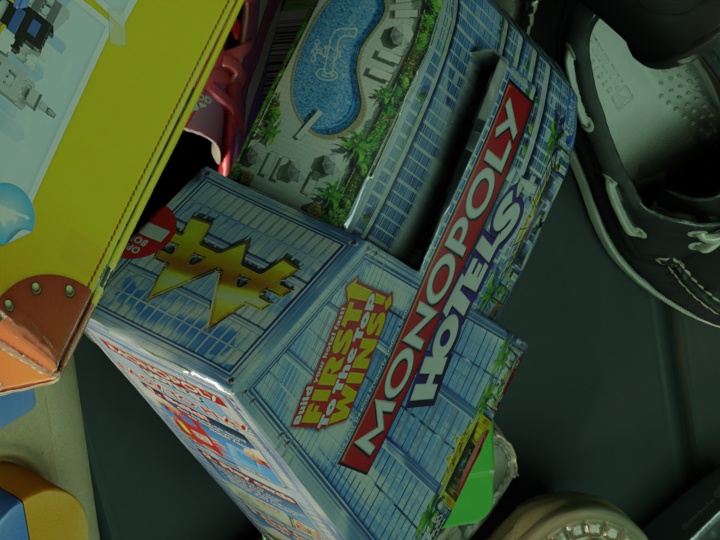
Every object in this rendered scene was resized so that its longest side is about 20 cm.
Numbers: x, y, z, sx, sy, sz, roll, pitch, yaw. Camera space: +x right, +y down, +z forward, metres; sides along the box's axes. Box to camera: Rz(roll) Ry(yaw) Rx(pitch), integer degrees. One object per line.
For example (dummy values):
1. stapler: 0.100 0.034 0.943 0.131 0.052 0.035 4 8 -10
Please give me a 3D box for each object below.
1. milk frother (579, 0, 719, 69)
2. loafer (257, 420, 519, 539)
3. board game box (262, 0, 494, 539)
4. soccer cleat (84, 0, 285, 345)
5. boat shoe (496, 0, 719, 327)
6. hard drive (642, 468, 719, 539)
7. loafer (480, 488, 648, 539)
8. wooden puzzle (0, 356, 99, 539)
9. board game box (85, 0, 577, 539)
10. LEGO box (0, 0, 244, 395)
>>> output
1. milk frother: 0.081 -0.205 0.756 0.188 0.200 0.181 36 117 -18
2. loafer: -0.016 0.126 0.875 0.200 0.063 0.072 -34 119 -12
3. board game box: 0.000 0.000 0.834 0.095 0.030 0.200 -7 100 -24
4. soccer cleat: -0.056 -0.070 0.745 0.068 0.073 0.200 9 89 -13
5. boat shoe: 0.122 -0.043 0.876 0.074 0.060 0.200 -38 122 -7
6. hard drive: 0.126 0.184 0.986 0.200 0.042 0.135 -48 124 -1
7. loafer: 0.042 0.163 0.920 0.076 0.068 0.200 43 105 -8
8. wooden puzzle: -0.150 0.071 0.736 0.200 0.046 0.185 -37 135 -42
9. board game box: -0.001 -0.003 0.724 0.200 0.062 0.200 -65 157 -2
10. LEGO box: -0.114 -0.088 0.623 0.149 0.077 0.200 41 57 -30
